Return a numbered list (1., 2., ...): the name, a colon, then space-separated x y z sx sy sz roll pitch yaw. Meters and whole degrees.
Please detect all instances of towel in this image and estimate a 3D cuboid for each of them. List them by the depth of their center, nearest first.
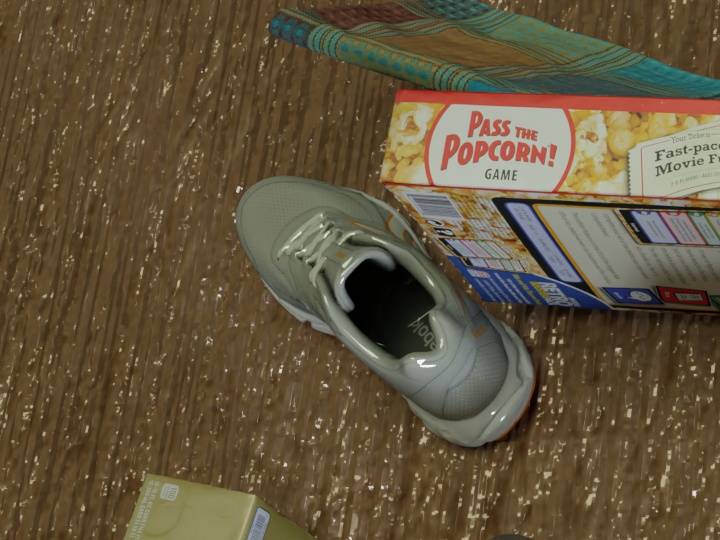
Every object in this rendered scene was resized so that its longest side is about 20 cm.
1. towel: 0.075 -0.100 1.136 0.199 0.146 0.022 23 111 37

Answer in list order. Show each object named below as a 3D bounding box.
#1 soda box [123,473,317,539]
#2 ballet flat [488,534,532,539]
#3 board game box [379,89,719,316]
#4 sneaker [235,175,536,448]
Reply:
1. soda box: -0.092 0.202 1.113 0.067 0.064 0.201 8 69 33
2. ballet flat: 0.100 0.202 1.020 0.067 0.046 0.201 -28 58 -4
3. board game box: 0.127 -0.025 1.033 0.199 0.152 0.047 4 71 22
4. sneaker: 0.000 0.000 1.148 0.076 0.092 0.200 -50 52 -3
